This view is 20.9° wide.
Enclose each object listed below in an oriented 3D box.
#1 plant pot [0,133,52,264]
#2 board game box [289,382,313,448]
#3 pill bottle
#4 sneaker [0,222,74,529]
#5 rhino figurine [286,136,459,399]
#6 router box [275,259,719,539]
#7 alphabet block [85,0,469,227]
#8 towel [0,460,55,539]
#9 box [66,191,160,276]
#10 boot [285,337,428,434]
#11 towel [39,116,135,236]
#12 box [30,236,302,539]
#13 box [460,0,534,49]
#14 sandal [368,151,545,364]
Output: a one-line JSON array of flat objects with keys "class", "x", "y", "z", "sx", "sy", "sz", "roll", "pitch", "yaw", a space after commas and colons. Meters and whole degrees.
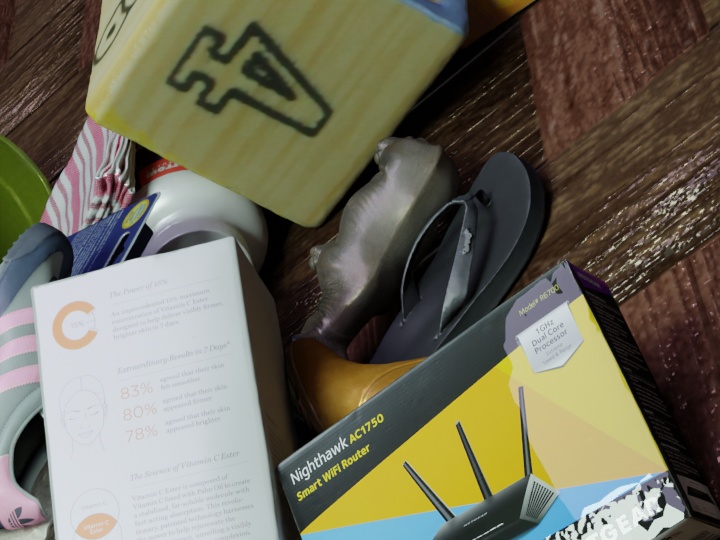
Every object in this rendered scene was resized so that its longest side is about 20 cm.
[{"class": "plant pot", "x": -0.386, "y": -0.002, "z": 1.697, "sx": 0.193, "sy": 0.199, "sz": 0.201, "roll": -40, "pitch": 28, "yaw": 43}, {"class": "board game box", "x": -0.073, "y": 0.142, "z": 1.170, "sx": 0.120, "sy": 0.032, "sz": 0.201, "roll": -44, "pitch": 47, "yaw": 20}, {"class": "pill bottle", "x": -0.130, "y": -0.046, "z": 1.435, "sx": 0.112, "sy": 0.112, "sz": 0.200, "roll": -43, "pitch": 30, "yaw": 13}, {"class": "sneaker", "x": -0.194, "y": 0.065, "z": 1.170, "sx": 0.081, "sy": 0.070, "sz": 0.201, "roll": 9, "pitch": 63, "yaw": 14}, {"class": "rhino figurine", "x": 0.000, "y": 0.000, "z": 1.238, "sx": 0.201, "sy": 0.060, "sz": 0.087, "roll": -61, "pitch": 14, "yaw": -14}, {"class": "router box", "x": 0.065, "y": 0.114, "z": 0.978, "sx": 0.199, "sy": 0.051, "sz": 0.150, "roll": -37, "pitch": 57, "yaw": 21}, {"class": "alphabet block", "x": -0.059, "y": -0.189, "z": 1.371, "sx": 0.200, "sy": 0.195, "sz": 0.196, "roll": -50, "pitch": 24, "yaw": 33}, {"class": "towel", "x": -0.208, "y": 0.134, "z": 1.196, "sx": 0.132, "sy": 0.035, "sz": 0.201, "roll": 0, "pitch": 43, "yaw": 39}, {"class": "box", "x": -0.212, "y": 0.025, "z": 1.302, "sx": 0.199, "sy": 0.032, "sz": 0.122, "roll": -23, "pitch": 29, "yaw": 37}, {"class": "boot", "x": 0.049, "y": 0.066, "z": 1.099, "sx": 0.144, "sy": 0.071, "sz": 0.201, "roll": -41, "pitch": 42, "yaw": 5}, {"class": "towel", "x": -0.209, "y": -0.047, "z": 1.441, "sx": 0.147, "sy": 0.030, "sz": 0.201, "roll": -96, "pitch": 28, "yaw": -45}, {"class": "box", "x": -0.102, "y": 0.101, "z": 1.090, "sx": 0.123, "sy": 0.098, "sz": 0.202, "roll": -14, "pitch": 65, "yaw": 8}, {"class": "box", "x": 0.136, "y": -0.252, "z": 1.369, "sx": 0.199, "sy": 0.041, "sz": 0.120, "roll": -34, "pitch": 33, "yaw": 32}, {"class": "sandal", "x": 0.051, "y": 0.009, "z": 1.187, "sx": 0.076, "sy": 0.043, "sz": 0.201, "roll": 4, "pitch": 60, "yaw": 56}]
